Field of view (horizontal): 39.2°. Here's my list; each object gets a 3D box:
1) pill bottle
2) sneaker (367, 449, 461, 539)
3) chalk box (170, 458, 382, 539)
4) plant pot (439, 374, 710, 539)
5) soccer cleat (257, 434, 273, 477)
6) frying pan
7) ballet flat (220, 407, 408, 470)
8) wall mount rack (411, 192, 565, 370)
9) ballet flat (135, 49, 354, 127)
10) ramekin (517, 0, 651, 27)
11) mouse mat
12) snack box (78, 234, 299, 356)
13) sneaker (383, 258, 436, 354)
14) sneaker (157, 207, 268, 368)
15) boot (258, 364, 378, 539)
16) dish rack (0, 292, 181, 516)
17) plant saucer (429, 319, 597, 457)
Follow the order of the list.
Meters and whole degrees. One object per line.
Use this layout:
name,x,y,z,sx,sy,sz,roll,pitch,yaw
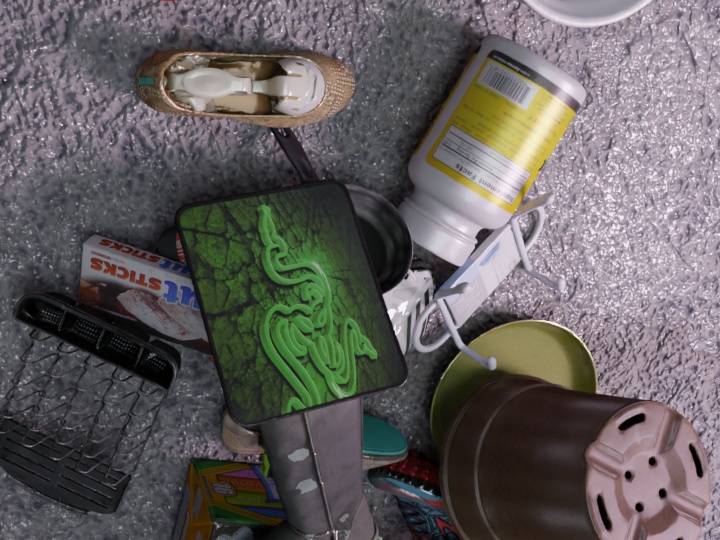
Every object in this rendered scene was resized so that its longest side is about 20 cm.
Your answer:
pill bottle,0.113,-0.109,0.949,0.111,0.111,0.200,28,100,-26
sneaker,0.081,0.268,1.100,0.200,0.079,0.096,29,100,-26
chalk box,-0.080,0.281,1.026,0.200,0.124,0.125,12,105,-23
plant pot,0.212,0.200,0.980,0.200,0.198,0.201,3,83,-27
soccer cleat,-0.036,0.113,0.935,0.081,0.068,0.200,19,108,-13
frying pan,-0.039,-0.047,0.909,0.190,0.031,0.115,36,58,1
ballet flat,-0.050,0.174,1.036,0.200,0.068,0.067,17,123,-18
wall mount rack,0.133,0.004,0.981,0.200,0.075,0.174,-47,145,-14
ballet flat,-0.093,-0.158,0.883,0.200,0.065,0.071,-5,102,-19
ramekin,0.189,-0.324,0.901,0.200,0.098,0.201,-6,112,-16
mouse mat,-0.058,0.021,0.858,0.161,0.008,0.200,-12,74,-21
snack box,-0.154,0.032,0.898,0.200,0.024,0.072,18,120,8
sneaker,0.000,0.000,0.988,0.115,0.076,0.201,-39,115,-21
sneaker,-0.095,0.034,0.934,0.108,0.067,0.202,-16,116,25
boot,-0.066,0.189,0.884,0.182,0.073,0.200,-25,125,-26
dish rack,-0.257,0.128,0.913,0.153,0.055,0.200,25,105,2
plant saucer,0.164,0.141,1.107,0.200,0.031,0.200,-6,112,-16
